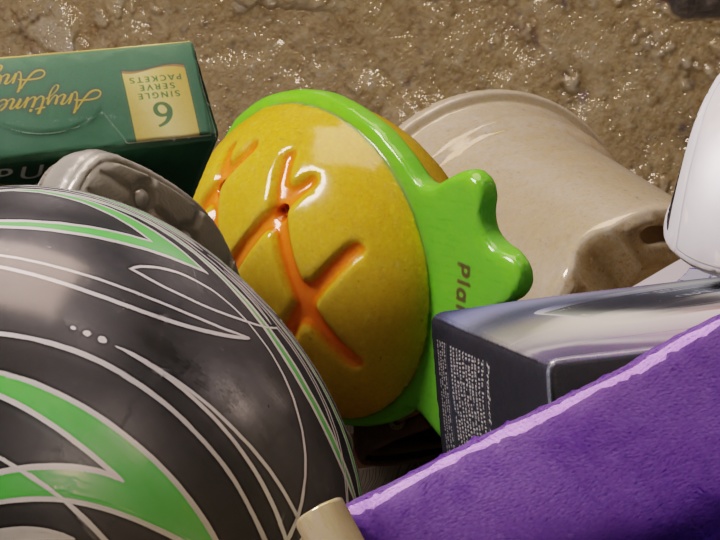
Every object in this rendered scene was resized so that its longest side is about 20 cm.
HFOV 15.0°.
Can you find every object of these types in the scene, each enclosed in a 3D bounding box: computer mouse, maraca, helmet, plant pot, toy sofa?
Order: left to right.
[{"bbox_3d":[-0.098,0.072,0.851,0.190,0.201,0.200,-23,1,7],"label":"helmet"},{"bbox_3d":[0.000,0.000,1.103,0.107,0.138,0.200,-16,24,-36],"label":"maraca"},{"bbox_3d":[0.111,0.015,1.486,0.199,0.202,0.183,-8,16,-26],"label":"plant pot"},{"bbox_3d":[0.086,0.064,0.766,0.199,0.083,0.098,-25,-12,-15],"label":"toy sofa"},{"bbox_3d":[0.167,-0.068,0.982,0.109,0.044,0.200,9,40,23],"label":"computer mouse"}]

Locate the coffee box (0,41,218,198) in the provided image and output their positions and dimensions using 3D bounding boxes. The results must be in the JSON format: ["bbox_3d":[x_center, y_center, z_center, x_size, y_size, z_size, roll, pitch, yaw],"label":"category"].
[{"bbox_3d":[-0.132,-0.018,1.032,0.122,0.044,0.200,-7,-23,-17],"label":"coffee box"}]

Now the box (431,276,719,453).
[{"bbox_3d":[0.143,0.066,0.940,0.199,0.124,0.198,-7,5,-9],"label":"box"}]

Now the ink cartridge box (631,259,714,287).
[{"bbox_3d":[0.170,0.036,1.213,0.094,0.044,0.200,34,-24,-10],"label":"ink cartridge box"}]

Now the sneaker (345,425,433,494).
[{"bbox_3d":[0.021,0.083,1.265,0.199,0.075,0.106,0,-2,19],"label":"sneaker"}]

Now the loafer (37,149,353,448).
[{"bbox_3d":[-0.071,0.029,0.996,0.069,0.200,0.070,9,55,34],"label":"loafer"}]

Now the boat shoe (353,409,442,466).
[{"bbox_3d":[0.090,0.056,1.147,0.199,0.072,0.072,-2,-28,17],"label":"boat shoe"}]
